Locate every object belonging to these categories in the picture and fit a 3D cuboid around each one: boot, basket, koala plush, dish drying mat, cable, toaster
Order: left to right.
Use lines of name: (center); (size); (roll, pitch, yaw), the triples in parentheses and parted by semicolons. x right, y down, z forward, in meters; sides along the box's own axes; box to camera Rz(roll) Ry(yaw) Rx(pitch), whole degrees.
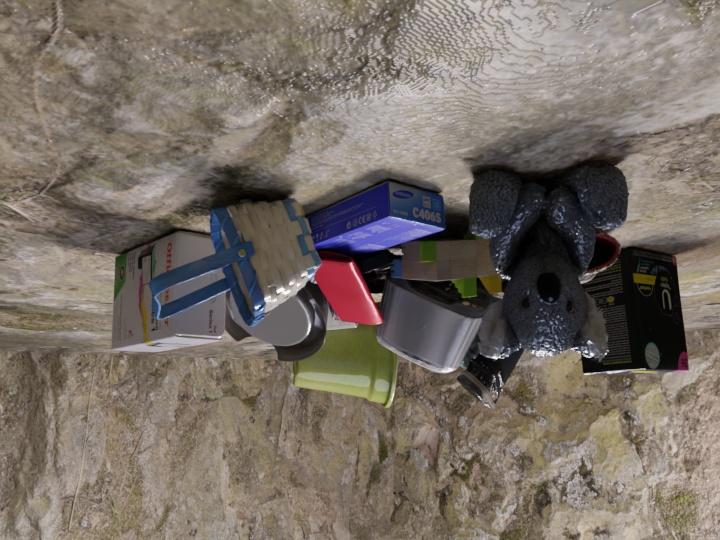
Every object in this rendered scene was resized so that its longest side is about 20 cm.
basket: (-0.157, 0.001, 0.770); (0.197, 0.142, 0.176); (-27, 178, -22)
dish drying mat: (-0.021, 0.028, 0.912); (0.075, 0.019, 0.201); (8, 153, 19)
cable: (0.042, 0.024, 1.173); (0.158, 0.053, 0.200); (0, 169, -9)
toaster: (0.103, 0.067, 1.005); (0.196, 0.132, 0.113); (23, -153, 16)
boot: (0.236, 0.148, 1.074); (0.073, 0.155, 0.203); (37, 179, 21)
koala plush: (0.212, 0.004, 0.743); (0.171, 0.207, 0.184); (-4, 168, 6)
boot: (0.301, -0.008, 1.014); (0.193, 0.076, 0.151); (-6, 169, -1)

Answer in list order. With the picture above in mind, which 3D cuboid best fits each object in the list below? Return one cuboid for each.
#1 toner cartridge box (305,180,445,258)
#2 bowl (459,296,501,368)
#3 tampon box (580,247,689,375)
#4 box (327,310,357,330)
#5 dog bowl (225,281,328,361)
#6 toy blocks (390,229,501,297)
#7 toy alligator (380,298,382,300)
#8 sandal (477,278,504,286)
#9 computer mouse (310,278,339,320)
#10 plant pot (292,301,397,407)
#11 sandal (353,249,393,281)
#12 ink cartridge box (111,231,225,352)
toner cartridge box: (0.006, -0.057, 0.811); (0.093, 0.045, 0.197); (6, 166, -39)
bowl: (0.210, 0.097, 1.154); (0.197, 0.105, 0.204); (-28, 146, -21)
tampon box: (0.479, 0.079, 1.137); (0.147, 0.207, 0.125); (6, 166, -35)
box: (-0.095, 0.047, 1.103); (0.194, 0.078, 0.097); (-6, 123, 24)
dog bowl: (-0.139, 0.054, 1.031); (0.194, 0.059, 0.204); (10, 130, 12)
toy blocks: (0.119, -0.019, 0.921); (0.196, 0.103, 0.135); (-5, -175, -35)
toy alligator: (0.100, 0.065, 1.149); (0.054, 0.060, 0.199); (-45, 149, 9)
sandal: (0.196, -0.015, 1.015); (0.054, 0.083, 0.199); (-36, -179, -39)
computer mouse: (-0.052, 0.010, 0.953); (0.033, 0.060, 0.202); (-15, 143, 6)
plant pot: (-0.035, 0.149, 1.188); (0.178, 0.207, 0.201); (2, 168, -8)
sandal: (-0.001, 0.000, 0.956); (0.073, 0.049, 0.200); (-19, -174, -10)
ink cartridge box: (-0.287, 0.037, 0.949); (0.197, 0.150, 0.083); (-13, 164, 43)
